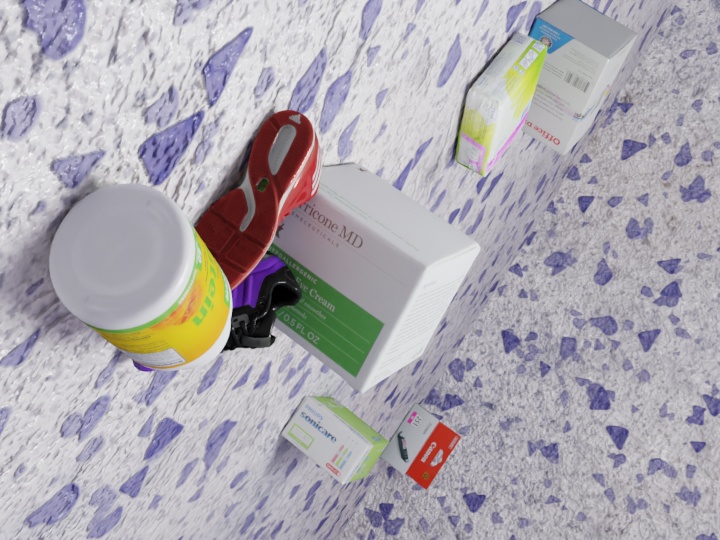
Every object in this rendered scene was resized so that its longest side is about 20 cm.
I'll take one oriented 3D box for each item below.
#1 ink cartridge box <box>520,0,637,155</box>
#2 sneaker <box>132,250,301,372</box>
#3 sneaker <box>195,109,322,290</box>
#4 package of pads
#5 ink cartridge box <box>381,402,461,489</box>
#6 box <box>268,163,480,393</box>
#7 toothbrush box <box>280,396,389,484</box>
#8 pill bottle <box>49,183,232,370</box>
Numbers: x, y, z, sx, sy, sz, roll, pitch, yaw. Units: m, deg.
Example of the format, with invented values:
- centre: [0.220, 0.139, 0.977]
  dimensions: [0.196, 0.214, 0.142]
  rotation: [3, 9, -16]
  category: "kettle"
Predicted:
- centre: [0.359, -0.341, 1.576]
  dimensions: [0.144, 0.146, 0.202]
  rotation: [-41, 159, -43]
  category: "ink cartridge box"
- centre: [-0.136, 0.049, 0.916]
  dimensions: [0.199, 0.099, 0.070]
  rotation: [-39, 158, -34]
  category: "sneaker"
- centre: [-0.093, -0.052, 0.906]
  dimensions: [0.202, 0.078, 0.115]
  rotation: [-55, 163, 0]
  category: "sneaker"
- centre: [0.224, -0.265, 1.467]
  dimensions: [0.155, 0.068, 0.201]
  rotation: [-51, 163, -25]
  category: "package of pads"
- centre: [0.184, 0.540, 2.759]
  dimensions: [0.202, 0.172, 0.044]
  rotation: [-56, 164, -1]
  category: "ink cartridge box"
- centre: [0.000, 0.000, 1.061]
  dimensions: [0.173, 0.197, 0.199]
  rotation: [-61, 163, 19]
  category: "box"
- centre: [-0.042, 0.308, 1.653]
  dimensions: [0.087, 0.145, 0.200]
  rotation: [-54, 165, -1]
  category: "toothbrush box"
- centre: [-0.168, 0.019, 0.749]
  dimensions: [0.112, 0.110, 0.200]
  rotation: [-52, 164, -13]
  category: "pill bottle"
